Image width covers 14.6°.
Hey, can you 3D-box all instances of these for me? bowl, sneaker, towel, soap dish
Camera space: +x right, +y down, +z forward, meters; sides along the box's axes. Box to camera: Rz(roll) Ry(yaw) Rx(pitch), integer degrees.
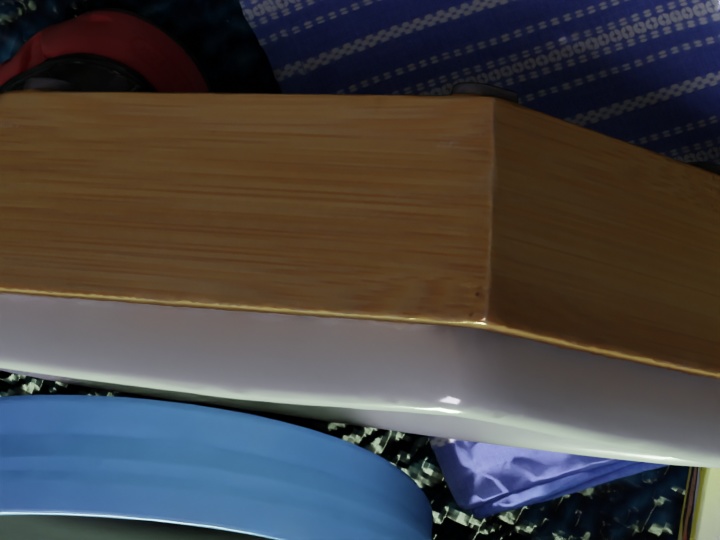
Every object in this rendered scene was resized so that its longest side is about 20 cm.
[{"bbox_3d":[-0.072,0.085,0.853,0.201,0.039,0.201,3,158,1],"label":"bowl"},{"bbox_3d":[-0.130,0.003,0.861,0.071,0.098,0.200,44,118,-11],"label":"sneaker"},{"bbox_3d":[0.058,-0.027,0.840,0.145,0.024,0.200,-17,109,20],"label":"towel"},{"bbox_3d":[0.000,0.000,0.747,0.200,0.157,0.081,3,84,38],"label":"soap dish"}]

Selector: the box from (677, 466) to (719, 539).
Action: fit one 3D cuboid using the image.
[{"bbox_3d":[0.135,0.056,0.824,0.075,0.050,0.200,6,124,3],"label":"box"}]
